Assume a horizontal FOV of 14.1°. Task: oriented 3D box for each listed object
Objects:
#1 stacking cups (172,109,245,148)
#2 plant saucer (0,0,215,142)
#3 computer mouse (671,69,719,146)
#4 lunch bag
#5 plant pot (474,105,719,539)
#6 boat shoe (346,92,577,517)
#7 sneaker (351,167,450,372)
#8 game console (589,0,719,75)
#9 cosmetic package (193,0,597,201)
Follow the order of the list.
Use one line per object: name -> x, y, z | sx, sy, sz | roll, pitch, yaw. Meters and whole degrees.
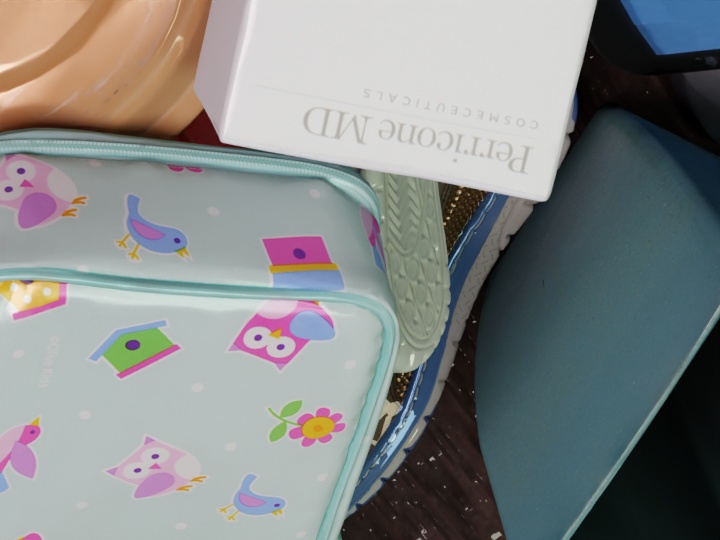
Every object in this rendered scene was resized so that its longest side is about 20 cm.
stacking cups -> -0.109, 0.012, 0.973 | 0.060, 0.061, 0.200 | 19, 134, -36
plant saucer -> -0.123, -0.112, 0.875 | 0.199, 0.032, 0.202 | 2, 112, 5
computer mouse -> 0.188, -0.048, 1.149 | 0.059, 0.034, 0.200 | -48, 131, 10
lunch bag -> -0.073, 0.047, 0.928 | 0.159, 0.077, 0.201 | 2, 137, -18
plant pot -> 0.127, 0.034, 1.056 | 0.141, 0.200, 0.142 | 24, 111, -23
boat shoe -> 0.000, 0.000, 1.068 | 0.072, 0.072, 0.201 | 20, 102, -32
sneaker -> -0.029, -0.067, 0.994 | 0.077, 0.111, 0.201 | -7, 97, -60
game console -> 0.131, -0.094, 0.960 | 0.199, 0.172, 0.119 | -5, 114, 30
cosmetic package -> 0.023, -0.131, 0.825 | 0.101, 0.071, 0.201 | 9, 104, -12
